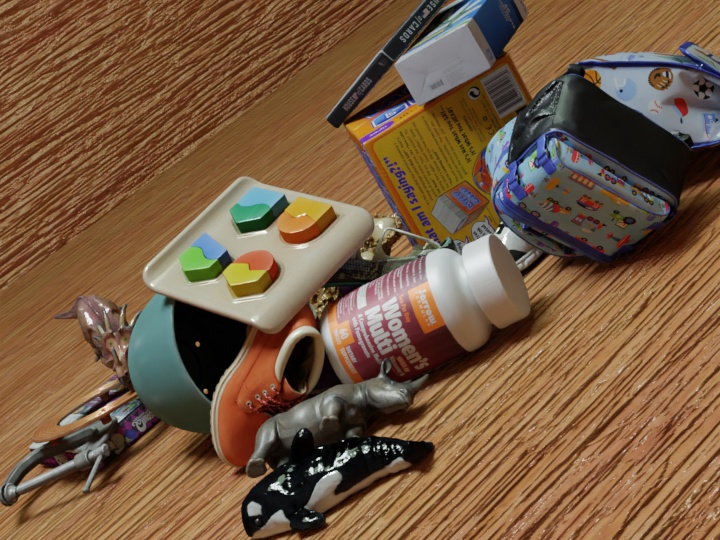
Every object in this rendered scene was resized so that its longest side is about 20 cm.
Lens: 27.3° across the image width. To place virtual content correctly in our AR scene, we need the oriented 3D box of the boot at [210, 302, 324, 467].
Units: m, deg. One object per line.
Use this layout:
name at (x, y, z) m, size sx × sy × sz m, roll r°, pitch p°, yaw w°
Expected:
boot at (-0.095, 0.127, 1.530) m, size 0.107 × 0.074 × 0.202 m, roll 46°, pitch 120°, yaw 58°

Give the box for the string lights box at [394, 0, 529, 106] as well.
string lights box at (0.121, -0.270, 1.719) m, size 0.102 × 0.059 × 0.200 m, roll -25°, pitch 16°, yaw 29°

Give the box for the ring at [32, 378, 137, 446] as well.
ring at (-0.326, 0.171, 1.885) m, size 0.198 × 0.019 × 0.201 m, roll -26°, pitch 10°, yaw 5°

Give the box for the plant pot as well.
plant pot at (-0.171, 0.094, 1.685) m, size 0.160 × 0.202 × 0.201 m, roll -26°, pitch 14°, yaw 47°

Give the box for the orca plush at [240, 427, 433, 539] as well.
orca plush at (-0.036, 0.180, 1.363) m, size 0.198 × 0.072 × 0.105 m, roll -22°, pitch 18°, yaw 32°

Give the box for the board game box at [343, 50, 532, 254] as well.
board game box at (0.120, -0.134, 1.795) m, size 0.198 × 0.201 × 0.200 m, roll -31°, pitch 15°, yaw 0°

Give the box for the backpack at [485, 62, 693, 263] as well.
backpack at (0.215, -0.087, 1.523) m, size 0.200 × 0.181 × 0.136 m, roll -40°, pitch 26°, yaw 52°

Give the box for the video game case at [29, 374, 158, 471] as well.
video game case at (-0.329, 0.193, 1.961) m, size 0.181 × 0.036 × 0.199 m, roll -42°, pitch 18°, yaw -29°

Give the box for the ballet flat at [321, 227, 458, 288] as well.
ballet flat at (0.011, -0.012, 1.587) m, size 0.197 × 0.075 × 0.074 m, roll 1°, pitch 11°, yaw -10°

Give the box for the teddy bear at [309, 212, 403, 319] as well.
teddy bear at (0.000, 0.000, 1.796) m, size 0.200 × 0.066 × 0.146 m, roll -50°, pitch 15°, yaw 49°

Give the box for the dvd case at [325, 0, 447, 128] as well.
dvd case at (0.037, -0.264, 1.788) m, size 0.151 × 0.025 × 0.200 m, roll -52°, pitch 4°, yaw -26°

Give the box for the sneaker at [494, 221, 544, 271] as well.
sneaker at (0.188, -0.059, 1.662) m, size 0.199 × 0.081 × 0.074 m, roll -37°, pitch 16°, yaw -13°

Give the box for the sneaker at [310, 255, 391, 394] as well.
sneaker at (-0.009, 0.053, 1.639) m, size 0.200 × 0.080 × 0.089 m, roll -42°, pitch -23°, yaw -32°

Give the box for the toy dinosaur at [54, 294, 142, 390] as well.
toy dinosaur at (-0.322, 0.075, 1.889) m, size 0.199 × 0.136 × 0.086 m, roll 34°, pitch 81°, yaw 27°

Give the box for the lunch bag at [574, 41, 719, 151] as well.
lunch bag at (0.338, -0.186, 1.622) m, size 0.197 × 0.126 × 0.170 m, roll 3°, pitch 10°, yaw 18°

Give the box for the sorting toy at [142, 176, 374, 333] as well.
sorting toy at (-0.111, -0.026, 1.565) m, size 0.198 × 0.037 × 0.185 m, roll 19°, pitch 53°, yaw 38°

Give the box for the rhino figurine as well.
rhino figurine at (-0.021, 0.146, 1.466) m, size 0.198 × 0.060 × 0.088 m, roll -28°, pitch 18°, yaw 7°

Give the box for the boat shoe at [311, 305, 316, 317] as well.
boat shoe at (-0.105, 0.056, 1.937) m, size 0.068 × 0.071 × 0.200 m, roll -66°, pitch 19°, yaw 11°

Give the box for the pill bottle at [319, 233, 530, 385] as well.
pill bottle at (0.066, 0.045, 1.515) m, size 0.198 × 0.110 × 0.110 m, roll -26°, pitch 16°, yaw 20°

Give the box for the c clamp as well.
c clamp at (-0.374, 0.238, 1.815) m, size 0.198 × 0.027 × 0.171 m, roll -24°, pitch 22°, yaw 29°
